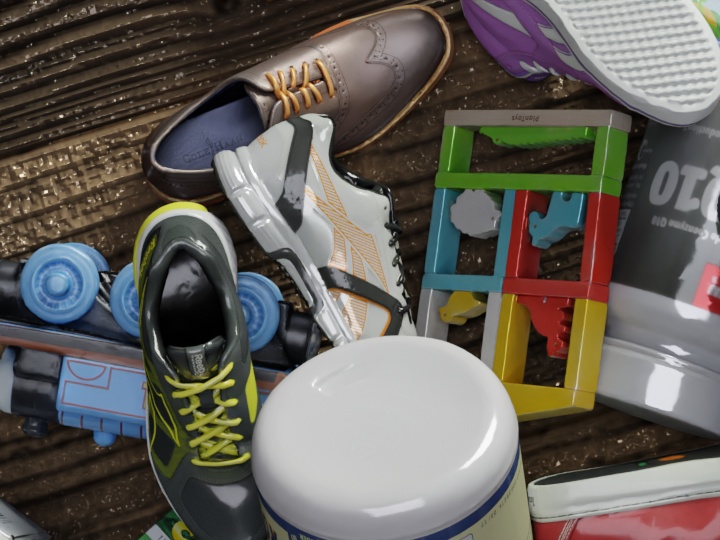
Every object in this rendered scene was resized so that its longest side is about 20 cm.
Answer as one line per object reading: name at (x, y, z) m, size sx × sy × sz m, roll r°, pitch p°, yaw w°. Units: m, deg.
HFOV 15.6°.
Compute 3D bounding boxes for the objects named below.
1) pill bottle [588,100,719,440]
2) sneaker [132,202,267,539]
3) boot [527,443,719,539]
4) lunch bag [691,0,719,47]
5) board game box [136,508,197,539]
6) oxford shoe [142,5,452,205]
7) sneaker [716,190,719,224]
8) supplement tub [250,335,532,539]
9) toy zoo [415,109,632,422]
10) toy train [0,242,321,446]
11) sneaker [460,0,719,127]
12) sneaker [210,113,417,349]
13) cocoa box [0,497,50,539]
pill bottle at (0.200, -0.011, 1.518) m, size 0.113 × 0.114 × 0.201 m, roll 19°, pitch 85°, yaw 2°
sneaker at (-0.091, 0.065, 1.452) m, size 0.074 × 0.085 × 0.201 m, roll -13°, pitch 96°, yaw 1°
boot at (0.202, 0.171, 1.465) m, size 0.199 × 0.072 × 0.145 m, roll -11°, pitch 92°, yaw 3°
lunch bag at (0.245, -0.215, 1.551) m, size 0.160 × 0.082 × 0.200 m, roll 32°, pitch 86°, yaw 2°
board game box at (-0.071, 0.236, 1.518) m, size 0.200 × 0.023 × 0.105 m, roll 47°, pitch 51°, yaw 5°
oxford shoe at (-0.035, -0.096, 1.542) m, size 0.200 × 0.073 × 0.071 m, roll -30°, pitch 85°, yaw -2°
sneaker at (0.288, 0.005, 1.445) m, size 0.200 × 0.082 × 0.070 m, roll 35°, pitch 82°, yaw -12°
supplement tub at (0.023, 0.152, 1.450) m, size 0.144 × 0.145 × 0.201 m, roll -10°, pitch 129°, yaw 0°
toy zoo at (0.088, 0.007, 1.523) m, size 0.131 × 0.020 × 0.201 m, roll 2°, pitch 83°, yaw 45°
toy train at (-0.125, 0.049, 1.534) m, size 0.199 × 0.087 × 0.115 m, roll 9°, pitch 91°, yaw 1°
sneaker at (0.131, -0.134, 1.524) m, size 0.073 × 0.114 × 0.200 m, roll -37°, pitch 63°, yaw -17°
sneaker at (0.000, 0.000, 1.497) m, size 0.080 × 0.074 × 0.200 m, roll -34°, pitch 103°, yaw 1°
cocoa box at (-0.301, 0.146, 1.501) m, size 0.200 × 0.133 × 0.131 m, roll 36°, pitch 87°, yaw 4°
